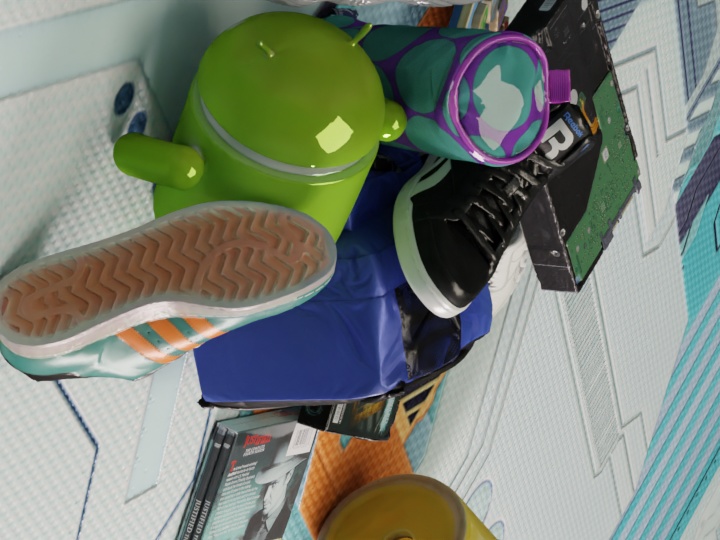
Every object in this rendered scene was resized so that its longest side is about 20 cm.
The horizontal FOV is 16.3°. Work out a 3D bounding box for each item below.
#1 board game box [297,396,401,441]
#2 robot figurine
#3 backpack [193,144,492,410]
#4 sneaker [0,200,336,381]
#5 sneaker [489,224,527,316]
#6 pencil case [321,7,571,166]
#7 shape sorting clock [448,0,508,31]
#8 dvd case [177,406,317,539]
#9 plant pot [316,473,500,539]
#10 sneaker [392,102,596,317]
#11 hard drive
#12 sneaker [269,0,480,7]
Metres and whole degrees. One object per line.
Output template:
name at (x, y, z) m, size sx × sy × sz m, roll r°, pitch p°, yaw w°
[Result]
board game box at (0.016, 0.026, 1.876) m, size 0.135 × 0.028 × 0.201 m, roll 21°, pitch 85°, yaw -69°
robot figurine at (-0.054, -0.068, 1.493) m, size 0.175 × 0.116 × 0.201 m, roll -14°, pitch 145°, yaw -34°
backpack at (0.000, 0.000, 1.664) m, size 0.200 × 0.162 × 0.169 m, roll -17°, pitch 107°, yaw -60°
sneaker at (-0.111, 0.016, 1.444) m, size 0.080 × 0.199 × 0.072 m, roll 87°, pitch -11°, yaw -64°
sneaker at (0.100, -0.027, 1.944) m, size 0.081 × 0.075 × 0.201 m, roll -67°, pitch 176°, yaw -52°
pencil case at (0.035, -0.116, 1.585) m, size 0.092 × 0.200 × 0.086 m, roll -7°, pitch 102°, yaw -33°
shape sorting clock at (0.081, -0.125, 1.839) m, size 0.200 × 0.039 × 0.201 m, roll 8°, pitch 90°, yaw -82°
dvd case at (-0.095, 0.199, 1.830) m, size 0.146 × 0.022 × 0.201 m, roll -7°, pitch 119°, yaw -65°
plant pot at (0.052, 0.273, 2.037) m, size 0.201 × 0.200 × 0.189 m, roll -54°, pitch 141°, yaw -28°
sneaker at (0.090, -0.060, 1.590) m, size 0.112 × 0.073 × 0.200 m, roll -31°, pitch -156°, yaw 29°
hard drive at (0.149, -0.103, 1.858) m, size 0.140 × 0.038 × 0.201 m, roll -55°, pitch 137°, yaw -39°
sneaker at (0.023, -0.218, 1.485) m, size 0.199 × 0.076 × 0.114 m, roll -6°, pitch 138°, yaw -16°
